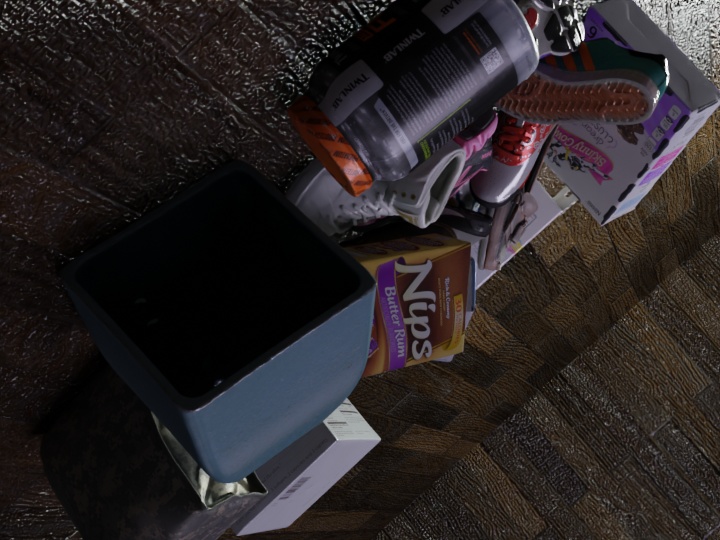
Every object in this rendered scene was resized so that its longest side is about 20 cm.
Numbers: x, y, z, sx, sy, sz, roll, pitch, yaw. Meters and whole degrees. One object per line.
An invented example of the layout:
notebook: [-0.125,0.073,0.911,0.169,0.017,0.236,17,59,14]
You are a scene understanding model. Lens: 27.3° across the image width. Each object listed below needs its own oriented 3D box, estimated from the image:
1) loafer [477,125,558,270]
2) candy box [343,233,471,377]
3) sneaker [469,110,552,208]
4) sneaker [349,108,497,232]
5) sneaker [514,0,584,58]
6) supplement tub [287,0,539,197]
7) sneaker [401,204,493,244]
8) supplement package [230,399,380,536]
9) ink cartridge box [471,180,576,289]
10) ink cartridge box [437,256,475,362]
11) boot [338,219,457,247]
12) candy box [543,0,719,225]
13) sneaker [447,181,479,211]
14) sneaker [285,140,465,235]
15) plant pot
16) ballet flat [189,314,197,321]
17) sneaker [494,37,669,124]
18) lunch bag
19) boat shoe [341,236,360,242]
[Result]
loafer: [0.178,-0.093,1.663,0.072,0.062,0.201,81,21,-74]
candy box: [0.021,0.034,1.429,0.199,0.056,0.117,-11,110,-45]
sneaker: [0.174,-0.169,1.585,0.202,0.067,0.108,-57,164,-8]
sneaker: [0.065,-0.092,1.540,0.200,0.079,0.096,-35,147,-15]
sneaker: [0.147,-0.230,1.444,0.083,0.081,0.200,-12,-164,45]
supplement tub: [0.043,-0.161,1.259,0.200,0.123,0.123,-39,164,-6]
sneaker: [0.080,-0.024,1.636,0.074,0.080,0.200,14,162,-28]
supplement package: [-0.113,0.156,1.592,0.152,0.200,0.151,-43,163,10]
ink cartridge box: [0.183,-0.066,1.864,0.200,0.067,0.117,-42,-173,4]
ink cartridge box: [0.057,0.049,1.806,0.135,0.077,0.200,7,154,-4]
boot: [0.000,0.000,1.513,0.199,0.075,0.097,-14,-169,14]
candy box: [0.287,-0.180,1.679,0.071,0.168,0.200,-26,158,-40]
sneaker: [0.122,-0.086,1.723,0.088,0.075,0.200,-44,168,-10]
sneaker: [0.010,-0.067,1.409,0.200,0.116,0.074,-47,151,3]
plant pot: [-0.112,0.069,1.286,0.195,0.196,0.201,-34,145,-22]
ballet flat: [-0.140,0.014,1.406,0.199,0.073,0.073,-29,160,-29]
sneaker: [0.216,-0.195,1.497,0.080,0.199,0.072,-50,141,-41]
lunch bag: [-0.215,0.188,1.458,0.164,0.200,0.117,-45,159,28]
boat shoe: [-0.012,0.003,1.647,0.070,0.064,0.200,16,151,-38]
